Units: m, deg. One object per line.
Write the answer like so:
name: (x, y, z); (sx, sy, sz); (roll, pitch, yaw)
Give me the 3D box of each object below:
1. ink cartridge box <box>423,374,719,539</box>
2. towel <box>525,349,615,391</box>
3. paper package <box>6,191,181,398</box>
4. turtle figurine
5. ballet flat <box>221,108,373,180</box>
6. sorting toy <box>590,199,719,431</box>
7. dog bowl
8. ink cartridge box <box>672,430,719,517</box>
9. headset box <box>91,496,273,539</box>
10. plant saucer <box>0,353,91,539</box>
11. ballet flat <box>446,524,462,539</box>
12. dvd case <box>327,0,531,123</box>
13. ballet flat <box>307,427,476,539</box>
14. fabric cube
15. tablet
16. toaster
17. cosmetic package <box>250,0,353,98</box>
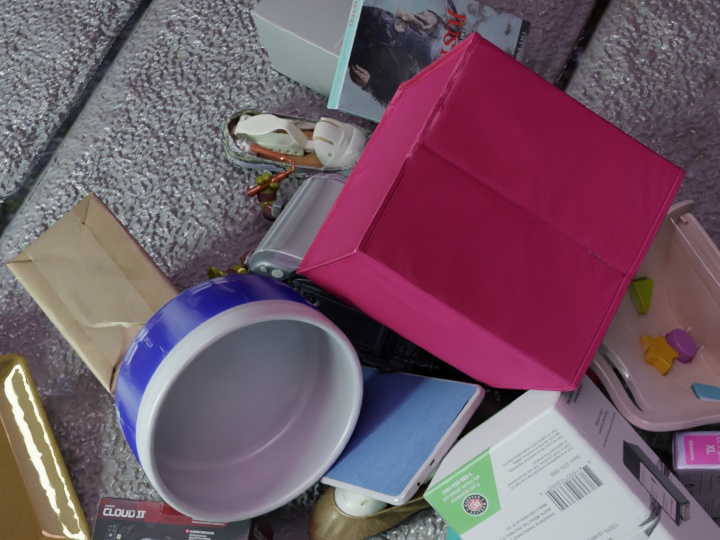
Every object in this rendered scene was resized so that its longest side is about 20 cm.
ink cartridge box: (0.174, 0.198, 1.062); (0.146, 0.084, 0.200); (-39, 95, 28)
towel: (0.202, 0.022, 1.232); (0.200, 0.023, 0.144); (-43, 87, -11)
paper package: (-0.205, 0.055, 1.233); (0.103, 0.200, 0.191); (-41, 63, -9)
turtle figurine: (-0.075, -0.025, 1.316); (0.200, 0.064, 0.161); (42, 61, 10)
ballet flat: (-0.054, -0.129, 1.368); (0.199, 0.072, 0.072); (9, 66, 16)
sorting toy: (0.258, 0.062, 1.125); (0.180, 0.107, 0.200); (-16, 65, -40)
dog bowl: (-0.101, 0.107, 1.122); (0.200, 0.200, 0.079); (-38, 40, -9)
ink cartridge box: (0.358, 0.168, 1.096); (0.199, 0.119, 0.042); (-1, 61, 13)
headset box: (-0.166, 0.291, 1.173); (0.148, 0.077, 0.201); (1, 63, 12)
plant saucer: (-0.362, 0.194, 1.199); (0.048, 0.200, 0.201); (-27, 83, 41)
ballet flat: (0.094, 0.273, 1.132); (0.062, 0.067, 0.201); (22, 79, -20)
dvd case: (0.071, -0.202, 1.298); (0.022, 0.199, 0.147); (15, 91, 56)
ballet flat: (0.039, 0.185, 1.184); (0.199, 0.072, 0.068); (-18, 54, 3)
fabric cube: (0.097, -0.038, 1.064); (0.199, 0.196, 0.201); (31, 79, -10)
tablet: (0.011, 0.141, 1.180); (0.200, 0.014, 0.130); (4, 48, 53)
toaster: (0.000, 0.000, 1.216); (0.199, 0.114, 0.130); (22, 56, 4)
cosmetic package: (-0.007, -0.228, 1.388); (0.200, 0.107, 0.090); (34, 74, 23)
